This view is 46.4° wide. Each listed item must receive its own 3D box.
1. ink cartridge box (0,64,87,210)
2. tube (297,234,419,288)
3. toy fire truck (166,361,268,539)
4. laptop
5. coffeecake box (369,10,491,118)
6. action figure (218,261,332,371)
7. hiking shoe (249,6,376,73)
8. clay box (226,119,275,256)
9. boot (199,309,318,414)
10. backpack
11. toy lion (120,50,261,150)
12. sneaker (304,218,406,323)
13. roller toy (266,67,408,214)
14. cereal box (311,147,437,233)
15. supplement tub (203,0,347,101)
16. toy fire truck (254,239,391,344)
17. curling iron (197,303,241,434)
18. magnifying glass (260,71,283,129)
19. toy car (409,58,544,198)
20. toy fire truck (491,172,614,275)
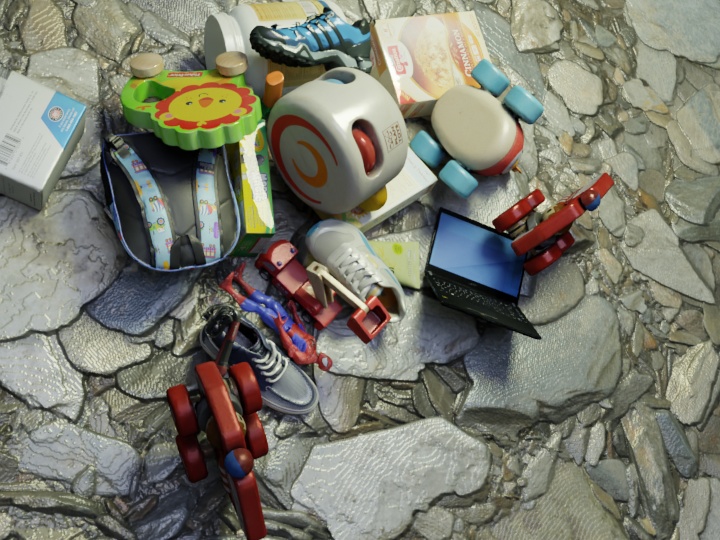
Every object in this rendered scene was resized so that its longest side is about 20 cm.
[{"bbox_3d":[-0.498,-0.195,1.145,0.199,0.084,0.146,25,67,-12],"label":"ink cartridge box"},{"bbox_3d":[0.004,-0.020,1.304,0.199,0.052,0.058,7,114,-22],"label":"tube"},{"bbox_3d":[-0.165,0.224,1.067,0.112,0.201,0.168,-17,37,-20],"label":"toy fire truck"},{"bbox_3d":[0.203,0.002,1.339,0.176,0.200,0.104,20,107,-14],"label":"laptop"},{"bbox_3d":[0.118,-0.350,1.432,0.199,0.073,0.155,-13,80,-23],"label":"coffeecake box"},{"bbox_3d":[-0.115,0.073,1.222,0.200,0.052,0.065,46,24,-4],"label":"action figure"},{"bbox_3d":[-0.070,-0.336,1.207,0.199,0.074,0.087,1,96,-37],"label":"hiking shoe"},{"bbox_3d":[-0.167,-0.132,1.234,0.047,0.115,0.201,0,75,-21],"label":"clay box"},{"bbox_3d":[-0.136,0.132,1.179,0.199,0.090,0.073,34,65,-8],"label":"boot"},{"bbox_3d":[-0.263,-0.087,1.173,0.181,0.135,0.201,-10,77,-23],"label":"backpack"},{"bbox_3d":[-0.231,-0.225,1.140,0.198,0.069,0.192,1,40,5],"label":"toy lion"},{"bbox_3d":[0.000,0.000,1.234,0.076,0.081,0.200,-43,121,10],"label":"sneaker"},{"bbox_3d":[-0.027,-0.186,1.200,0.200,0.183,0.140,46,57,10],"label":"roller toy"},{"bbox_3d":[0.006,-0.144,1.323,0.199,0.040,0.144,-32,75,-31],"label":"cereal box"},{"bbox_3d":[-0.128,-0.338,1.295,0.199,0.145,0.146,-11,78,-23],"label":"supplement tub"},{"bbox_3d":[-0.059,0.027,1.212,0.200,0.141,0.049,46,64,-3],"label":"toy fire truck"},{"bbox_3d":[-0.201,0.132,1.132,0.049,0.026,0.201,16,110,2],"label":"curling iron"},{"bbox_3d":[-0.131,-0.239,1.234,0.079,0.200,0.022,-27,82,-14],"label":"magnifying glass"},{"bbox_3d":[0.221,-0.204,1.381,0.200,0.185,0.177,28,18,-48],"label":"toy car"},{"bbox_3d":[0.320,-0.090,1.359,0.112,0.168,0.200,54,32,2],"label":"toy fire truck"}]
